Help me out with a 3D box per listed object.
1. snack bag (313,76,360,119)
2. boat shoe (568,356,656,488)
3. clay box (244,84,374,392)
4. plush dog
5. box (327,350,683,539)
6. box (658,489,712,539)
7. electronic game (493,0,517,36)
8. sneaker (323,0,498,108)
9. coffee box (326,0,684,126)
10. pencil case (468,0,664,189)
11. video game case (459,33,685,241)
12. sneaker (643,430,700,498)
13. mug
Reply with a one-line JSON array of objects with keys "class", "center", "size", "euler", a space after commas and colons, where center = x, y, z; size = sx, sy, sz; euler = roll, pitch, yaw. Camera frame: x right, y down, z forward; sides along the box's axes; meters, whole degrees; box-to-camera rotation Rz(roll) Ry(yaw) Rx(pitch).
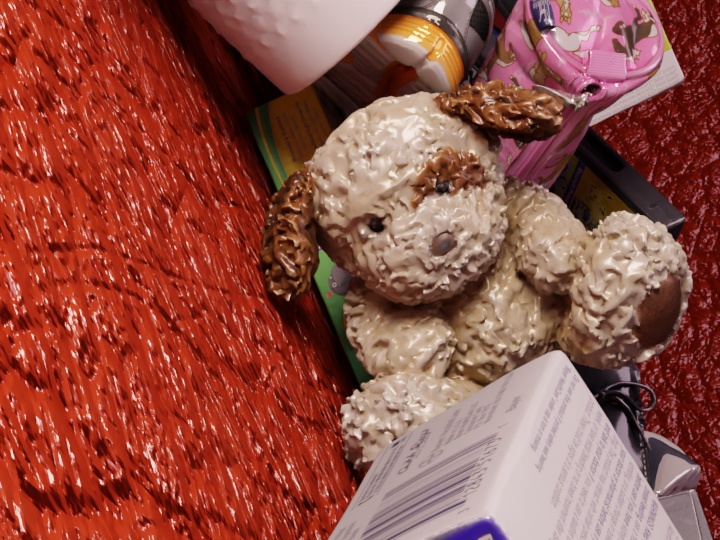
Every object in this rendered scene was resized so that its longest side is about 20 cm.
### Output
[{"class": "snack bag", "center": [-0.028, -0.130, 1.362], "size": [0.200, 0.021, 0.189], "euler": [48, 3, 19]}, {"class": "boat shoe", "center": [0.119, 0.077, 1.154], "size": [0.201, 0.074, 0.062], "euler": [-103, -152, -45]}, {"class": "clay box", "center": [0.000, 0.000, 1.227], "size": [0.115, 0.047, 0.201], "euler": [36, 32, -79]}, {"class": "plush dog", "center": [0.044, -0.014, 1.089], "size": [0.172, 0.199, 0.161], "euler": [57, 2, -27]}, {"class": "box", "center": [0.080, 0.164, 0.874], "size": [0.201, 0.105, 0.184], "euler": [57, 21, -7]}, {"class": "box", "center": [0.136, 0.226, 1.079], "size": [0.106, 0.121, 0.201], "euler": [-100, 176, -52]}, {"class": "electronic game", "center": [0.030, -0.207, 1.307], "size": [0.200, 0.042, 0.200], "euler": [43, -2, 2]}, {"class": "sneaker", "center": [0.028, -0.126, 1.162], "size": [0.078, 0.077, 0.200], "euler": [36, -10, -14]}, {"class": "coffee box", "center": [0.079, -0.177, 1.535], "size": [0.199, 0.199, 0.200], "euler": [66, -14, -5]}, {"class": "pencil case", "center": [0.085, -0.076, 1.160], "size": [0.086, 0.200, 0.083], "euler": [-26, 71, -40]}, {"class": "video game case", "center": [0.096, -0.016, 1.272], "size": [0.181, 0.025, 0.201], "euler": [47, -39, 27]}, {"class": "sneaker", "center": [0.084, 0.126, 1.194], "size": [0.129, 0.199, 0.080], "euler": [36, -40, 31]}, {"class": "mug", "center": [-0.059, -0.204, 1.119], "size": [0.175, 0.148, 0.200], "euler": [42, -9, -13]}]
